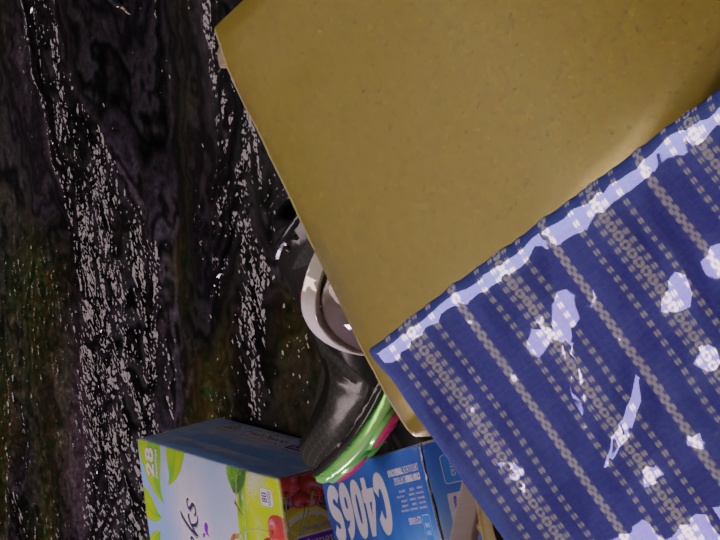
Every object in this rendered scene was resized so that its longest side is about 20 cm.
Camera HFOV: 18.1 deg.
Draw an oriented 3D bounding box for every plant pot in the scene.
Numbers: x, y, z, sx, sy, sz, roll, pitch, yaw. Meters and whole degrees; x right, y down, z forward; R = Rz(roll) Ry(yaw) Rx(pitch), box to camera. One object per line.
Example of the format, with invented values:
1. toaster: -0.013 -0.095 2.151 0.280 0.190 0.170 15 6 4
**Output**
1. plant pot: 0.100 -0.078 0.865 0.200 0.193 0.196 -46 60 40

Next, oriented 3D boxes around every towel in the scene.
1. towel: 0.112 0.035 0.755 0.200 0.024 0.145 -37 87 29

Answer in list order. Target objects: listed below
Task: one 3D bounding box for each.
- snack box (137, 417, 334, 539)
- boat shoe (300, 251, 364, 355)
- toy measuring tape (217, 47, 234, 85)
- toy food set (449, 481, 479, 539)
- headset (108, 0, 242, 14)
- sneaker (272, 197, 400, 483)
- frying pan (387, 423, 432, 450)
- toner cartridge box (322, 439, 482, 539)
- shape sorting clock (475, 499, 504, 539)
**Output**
1. snack box: -0.053 0.198 1.309 0.168 0.067 0.202 9 107 57
2. boat shoe: 0.047 0.017 0.959 0.059 0.200 0.072 28 96 31
3. toy measuring tape: 0.018 -0.048 1.078 0.200 0.074 0.073 49 148 -7
4. toy food set: 0.095 0.175 0.929 0.060 0.144 0.201 -21 118 25
5. headset: -0.047 -0.170 1.132 0.199 0.094 0.125 -14 71 44
6. sneaker: 0.000 0.000 1.025 0.083 0.077 0.202 17 110 14
7. frying pan: 0.038 0.046 1.114 0.190 0.031 0.116 163 92 -70
8. toner cartridge box: 0.031 0.131 1.083 0.200 0.043 0.096 146 111 -73
9. shape sorting clock: 0.120 0.126 0.885 0.039 0.199 0.201 -46 59 33
